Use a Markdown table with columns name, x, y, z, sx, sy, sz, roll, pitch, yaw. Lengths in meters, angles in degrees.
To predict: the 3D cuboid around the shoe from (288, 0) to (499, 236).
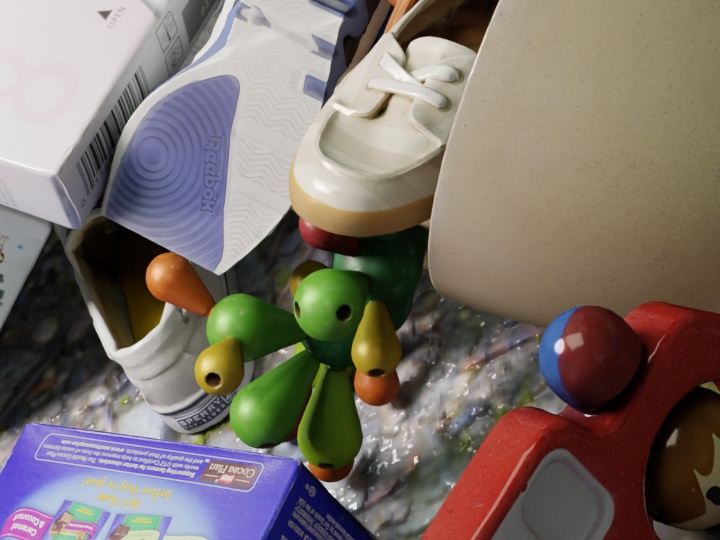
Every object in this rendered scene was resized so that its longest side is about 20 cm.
| name | x | y | z | sx | sy | sz | roll | pitch | yaw |
| --- | --- | --- | --- | --- | --- | --- | --- | --- | --- |
| shoe | 0.032 | -0.082 | 1.134 | 0.070 | 0.054 | 0.200 | 16 | 40 | 25 |

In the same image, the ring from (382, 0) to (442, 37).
| name | x | y | z | sx | sy | sz | roll | pitch | yaw |
| --- | --- | --- | --- | --- | --- | --- | --- | --- | --- |
| ring | 0.062 | -0.140 | 1.239 | 0.019 | 0.201 | 0.201 | 37 | 82 | 16 |

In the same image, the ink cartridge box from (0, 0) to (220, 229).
| name | x | y | z | sx | sy | sz | roll | pitch | yaw |
| --- | --- | --- | --- | --- | --- | --- | --- | --- | --- |
| ink cartridge box | -0.170 | -0.116 | 1.277 | 0.199 | 0.057 | 0.163 | 20 | 62 | 17 |

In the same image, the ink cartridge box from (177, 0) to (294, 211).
| name | x | y | z | sx | sy | sz | roll | pitch | yaw |
| --- | --- | --- | --- | --- | --- | --- | --- | --- | --- |
| ink cartridge box | -0.010 | -0.131 | 1.338 | 0.116 | 0.067 | 0.201 | 24 | 67 | 7 |

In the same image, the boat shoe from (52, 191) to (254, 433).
| name | x | y | z | sx | sy | sz | roll | pitch | yaw |
| --- | --- | --- | --- | --- | --- | --- | --- | --- | --- |
| boat shoe | -0.108 | -0.017 | 1.352 | 0.074 | 0.086 | 0.203 | -33 | 39 | 15 |

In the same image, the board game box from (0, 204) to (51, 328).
| name | x | y | z | sx | sy | sz | roll | pitch | yaw |
| --- | --- | --- | --- | --- | --- | --- | --- | --- | --- |
| board game box | -0.193 | -0.023 | 1.377 | 0.200 | 0.064 | 0.148 | 124 | 158 | -46 |

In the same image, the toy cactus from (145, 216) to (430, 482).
| name | x | y | z | sx | sy | sz | roll | pitch | yaw |
| --- | --- | --- | --- | --- | --- | --- | --- | --- | --- |
| toy cactus | 0.000 | 0.000 | 1.182 | 0.102 | 0.200 | 0.165 | 40 | 82 | 15 |

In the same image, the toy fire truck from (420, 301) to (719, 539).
| name | x | y | z | sx | sy | sz | roll | pitch | yaw |
| --- | --- | --- | --- | --- | --- | --- | --- | --- | --- |
| toy fire truck | 0.094 | 0.099 | 0.985 | 0.112 | 0.168 | 0.201 | 18 | 69 | 49 |

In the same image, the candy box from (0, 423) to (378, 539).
| name | x | y | z | sx | sy | sz | roll | pitch | yaw |
| --- | --- | --- | --- | --- | --- | --- | --- | --- | --- |
| candy box | -0.105 | 0.170 | 1.185 | 0.168 | 0.077 | 0.201 | 5 | 58 | 44 |

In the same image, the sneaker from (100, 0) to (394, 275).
| name | x | y | z | sx | sy | sz | roll | pitch | yaw |
| --- | --- | --- | --- | --- | --- | --- | --- | --- | --- |
| sneaker | -0.022 | -0.094 | 1.241 | 0.080 | 0.115 | 0.200 | 31 | 103 | 12 |

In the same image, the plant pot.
| name | x | y | z | sx | sy | sz | roll | pitch | yaw |
| --- | --- | --- | --- | --- | --- | --- | --- | --- | --- |
| plant pot | 0.129 | -0.055 | 1.108 | 0.134 | 0.201 | 0.201 | 24 | 70 | 15 |
